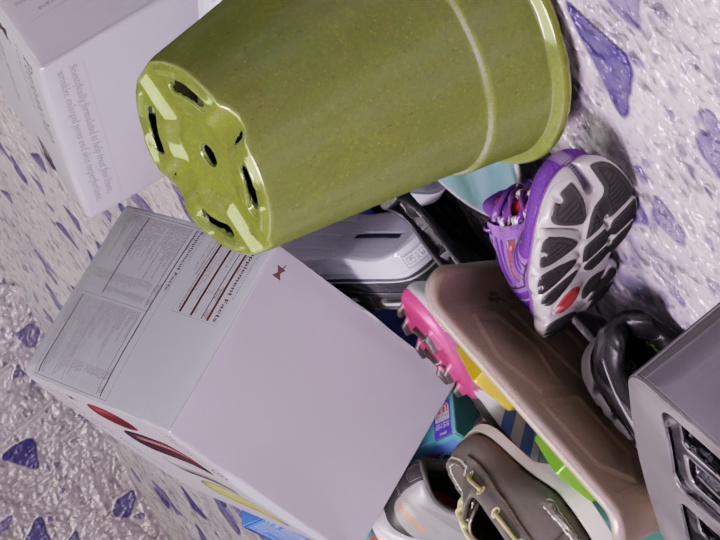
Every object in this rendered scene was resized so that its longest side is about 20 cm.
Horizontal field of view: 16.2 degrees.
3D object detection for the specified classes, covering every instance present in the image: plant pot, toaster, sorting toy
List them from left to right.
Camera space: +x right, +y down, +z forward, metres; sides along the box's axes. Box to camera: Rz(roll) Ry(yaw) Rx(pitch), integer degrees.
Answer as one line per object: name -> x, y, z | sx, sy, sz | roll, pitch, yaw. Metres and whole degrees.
plant pot -> -0.017, -0.105, 1.421 | 0.200, 0.190, 0.200 | 40, 149, 30
sorting toy -> 0.127, 0.081, 1.575 | 0.200, 0.036, 0.185 | 53, -159, 13
toaster -> 0.237, 0.106, 1.300 | 0.200, 0.119, 0.181 | 44, 161, 37

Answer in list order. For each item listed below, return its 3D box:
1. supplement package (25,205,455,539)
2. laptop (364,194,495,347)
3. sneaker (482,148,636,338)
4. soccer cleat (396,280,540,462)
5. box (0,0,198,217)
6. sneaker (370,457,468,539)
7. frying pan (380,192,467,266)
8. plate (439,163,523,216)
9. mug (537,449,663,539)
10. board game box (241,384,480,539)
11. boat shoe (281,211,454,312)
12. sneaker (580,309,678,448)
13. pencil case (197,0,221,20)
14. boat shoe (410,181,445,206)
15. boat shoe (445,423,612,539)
supplement package -> -0.085, 0.075, 1.756 | 0.191, 0.147, 0.200 | 38, 167, -34
laptop -> 0.026, 0.015, 1.794 | 0.177, 0.103, 0.200 | 50, 170, 14
sneaker -> 0.104, -0.023, 1.495 | 0.083, 0.081, 0.200 | 46, 164, 14
soccer cleat -> 0.096, 0.058, 1.688 | 0.070, 0.086, 0.200 | 46, 174, 49
box -> -0.147, -0.175, 1.713 | 0.131, 0.200, 0.199 | 53, 166, 26
sneaker -> 0.110, 0.172, 1.769 | 0.079, 0.200, 0.074 | 117, 153, -44
frying pan -> -0.004, -0.064, 1.611 | 0.115, 0.031, 0.190 | -13, 97, 38
plate -> 0.046, -0.120, 1.584 | 0.200, 0.026, 0.200 | 50, 166, 18
mug -> 0.172, 0.188, 1.698 | 0.185, 0.114, 0.152 | 51, 165, 14
board game box -> 0.036, 0.161, 1.846 | 0.152, 0.200, 0.045 | 32, -137, -42
boat shoe -> 0.000, 0.000, 1.744 | 0.071, 0.072, 0.200 | 53, 159, -23
sneaker -> 0.202, 0.101, 1.502 | 0.200, 0.066, 0.091 | 52, 168, 20
pencil case -> -0.065, -0.183, 1.543 | 0.083, 0.090, 0.200 | -105, 6, -78
boat shoe -> -0.043, -0.072, 1.693 | 0.068, 0.199, 0.074 | 115, 161, -46
boat shoe -> 0.093, 0.150, 1.608 | 0.072, 0.060, 0.202 | 56, 169, -18
